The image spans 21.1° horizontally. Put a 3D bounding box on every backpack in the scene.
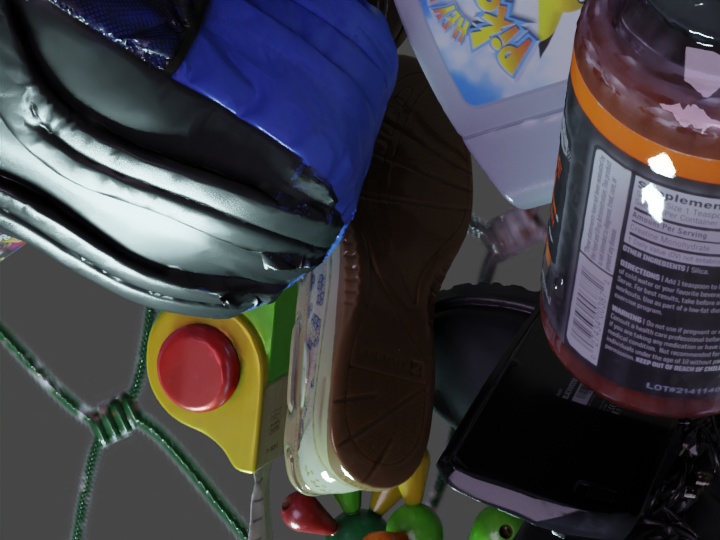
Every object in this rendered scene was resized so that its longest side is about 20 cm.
[{"bbox_3d":[-0.083,-0.089,0.786,0.199,0.169,0.162,32,148,-16],"label":"backpack"}]

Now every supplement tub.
[{"bbox_3d":[0.125,-0.046,0.704,0.106,0.107,0.201,23,140,18],"label":"supplement tub"}]

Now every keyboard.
[{"bbox_3d":[0.100,0.065,0.769,0.103,0.200,0.040,17,115,14],"label":"keyboard"}]

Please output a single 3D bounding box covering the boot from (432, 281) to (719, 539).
[{"bbox_3d":[0.079,0.093,0.818,0.198,0.168,0.077,20,128,18],"label":"boot"}]

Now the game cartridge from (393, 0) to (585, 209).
[{"bbox_3d":[0.077,-0.127,0.778,0.132,0.041,0.202,-14,108,26],"label":"game cartridge"}]

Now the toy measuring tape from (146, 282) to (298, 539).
[{"bbox_3d":[-0.072,0.078,0.945,0.073,0.073,0.202,12,106,21],"label":"toy measuring tape"}]

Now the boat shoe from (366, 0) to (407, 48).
[{"bbox_3d":[-0.018,-0.187,0.829,0.070,0.070,0.202,-3,102,23],"label":"boat shoe"}]

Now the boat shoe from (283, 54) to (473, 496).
[{"bbox_3d":[0.000,0.000,0.861,0.062,0.073,0.202,-19,54,52],"label":"boat shoe"}]

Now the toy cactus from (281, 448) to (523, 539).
[{"bbox_3d":[0.027,0.173,0.917,0.200,0.102,0.165,42,125,1],"label":"toy cactus"}]

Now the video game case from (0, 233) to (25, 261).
[{"bbox_3d":[-0.232,-0.040,0.930,0.199,0.181,0.036,-32,61,27],"label":"video game case"}]
